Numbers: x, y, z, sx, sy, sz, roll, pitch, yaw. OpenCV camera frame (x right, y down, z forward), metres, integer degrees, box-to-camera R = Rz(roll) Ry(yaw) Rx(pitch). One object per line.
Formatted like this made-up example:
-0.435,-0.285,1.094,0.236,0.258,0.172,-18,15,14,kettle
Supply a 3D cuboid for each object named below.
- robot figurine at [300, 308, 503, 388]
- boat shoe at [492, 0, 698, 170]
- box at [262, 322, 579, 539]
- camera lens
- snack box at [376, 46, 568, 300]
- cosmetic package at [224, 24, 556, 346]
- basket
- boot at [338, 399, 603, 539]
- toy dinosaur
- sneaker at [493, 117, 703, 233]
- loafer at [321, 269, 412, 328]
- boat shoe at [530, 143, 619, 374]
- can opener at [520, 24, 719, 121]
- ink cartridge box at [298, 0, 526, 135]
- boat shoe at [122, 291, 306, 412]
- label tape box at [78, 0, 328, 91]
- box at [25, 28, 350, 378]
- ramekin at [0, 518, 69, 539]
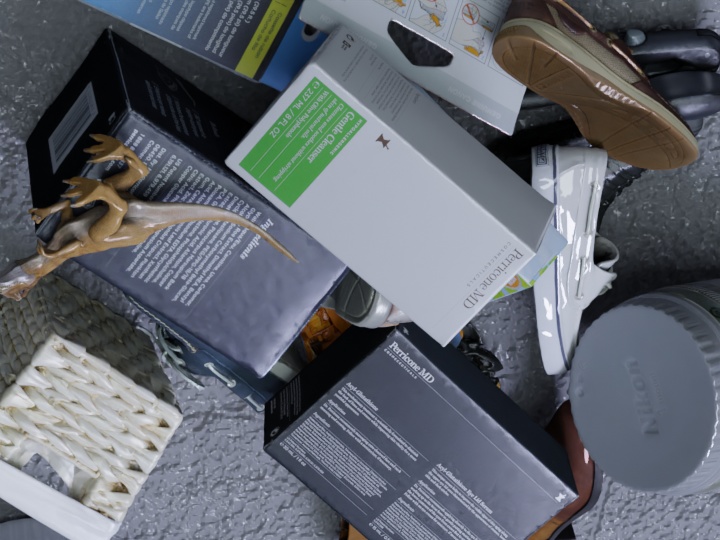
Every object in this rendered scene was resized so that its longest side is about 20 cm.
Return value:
0.029,0.077,1.755,0.145,0.058,0.200,-29,113,5,robot figurine
0.178,-0.144,1.621,0.200,0.072,0.072,31,148,-30,boat shoe
0.045,0.136,1.679,0.141,0.079,0.200,-41,109,17,box
0.280,0.087,1.720,0.200,0.160,0.160,-7,117,-44,camera lens
0.042,-0.063,1.633,0.200,0.142,0.053,46,70,-9,snack box
0.022,-0.059,1.521,0.200,0.085,0.108,39,118,-4,cosmetic package
-0.221,0.096,1.644,0.136,0.200,0.123,35,97,-21,basket
0.084,0.172,1.778,0.200,0.069,0.188,0,141,-15,boot
-0.152,-0.036,1.474,0.200,0.060,0.106,-13,138,2,toy dinosaur
0.174,-0.064,1.730,0.200,0.060,0.104,-14,118,-4,sneaker
0.000,0.000,1.648,0.063,0.200,0.072,10,104,-24,loafer
0.164,-0.007,1.686,0.066,0.072,0.200,-2,118,5,boat shoe
0.182,-0.153,1.694,0.200,0.079,0.063,-1,120,0,can opener
0.051,-0.213,1.597,0.200,0.044,0.174,26,76,-28,ink cartridge box
-0.118,0.054,1.690,0.062,0.075,0.200,-43,142,12,boat shoe
-0.099,-0.230,1.609,0.200,0.066,0.143,23,105,-24,label tape box
-0.128,-0.051,1.601,0.200,0.197,0.117,33,103,-21,box
-0.260,0.295,1.767,0.200,0.098,0.201,-4,112,-10,ramekin
